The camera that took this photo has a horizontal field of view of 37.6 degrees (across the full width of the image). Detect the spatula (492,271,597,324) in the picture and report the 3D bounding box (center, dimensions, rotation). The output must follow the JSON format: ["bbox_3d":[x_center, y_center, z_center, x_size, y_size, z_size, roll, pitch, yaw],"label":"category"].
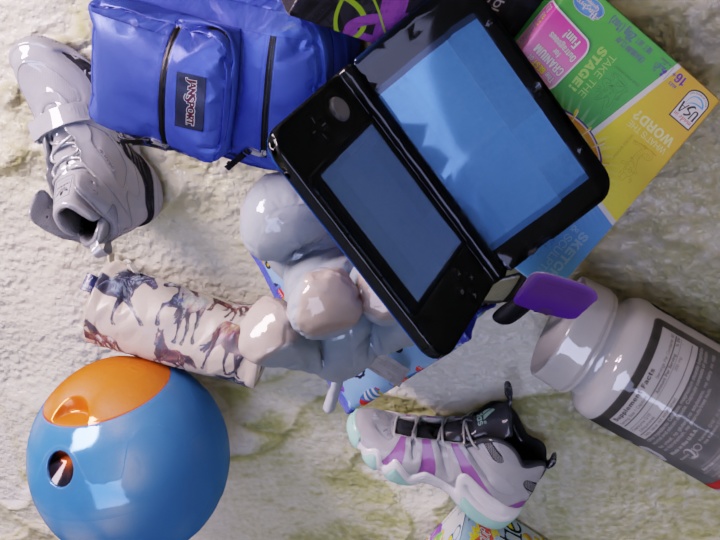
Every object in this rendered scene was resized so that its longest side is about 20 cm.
[{"bbox_3d":[0.140,0.028,0.865,0.056,0.200,0.021,16,81,-4],"label":"spatula"}]

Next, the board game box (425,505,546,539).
[{"bbox_3d":[0.160,0.340,1.087,0.198,0.103,0.105,33,123,-5],"label":"board game box"}]

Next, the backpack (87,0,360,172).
[{"bbox_3d":[-0.107,-0.160,0.840,0.197,0.169,0.164,15,128,9],"label":"backpack"}]

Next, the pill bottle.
[{"bbox_3d":[0.254,0.096,0.915,0.198,0.114,0.115,29,123,-1],"label":"pill bottle"}]

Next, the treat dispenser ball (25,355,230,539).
[{"bbox_3d":[-0.229,0.186,1.050,0.197,0.202,0.204,7,121,12],"label":"treat dispenser ball"}]

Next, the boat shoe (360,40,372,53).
[{"bbox_3d":[0.044,-0.127,0.869,0.071,0.076,0.202,-12,115,22],"label":"boat shoe"}]

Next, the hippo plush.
[{"bbox_3d":[-0.017,-0.004,0.862,0.157,0.163,0.200,-23,154,14],"label":"hippo plush"}]

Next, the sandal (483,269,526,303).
[{"bbox_3d":[0.132,-0.065,0.894,0.078,0.058,0.204,6,112,-7],"label":"sandal"}]

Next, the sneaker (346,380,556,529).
[{"bbox_3d":[0.096,0.153,1.021,0.198,0.078,0.141,26,122,-12],"label":"sneaker"}]

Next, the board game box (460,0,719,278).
[{"bbox_3d":[0.155,-0.102,0.825,0.152,0.040,0.201,34,107,-16],"label":"board game box"}]

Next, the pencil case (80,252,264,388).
[{"bbox_3d":[-0.172,0.050,1.030,0.197,0.078,0.091,15,98,7],"label":"pencil case"}]

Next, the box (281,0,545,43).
[{"bbox_3d":[0.057,-0.224,0.770,0.198,0.036,0.144,8,132,-36],"label":"box"}]

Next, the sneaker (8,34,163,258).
[{"bbox_3d":[-0.259,-0.108,0.942,0.074,0.115,0.201,-22,111,25],"label":"sneaker"}]

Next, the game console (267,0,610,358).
[{"bbox_3d":[0.061,-0.073,0.751,0.118,0.171,0.201,-31,103,40],"label":"game console"}]

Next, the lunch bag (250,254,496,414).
[{"bbox_3d":[0.000,0.000,0.961,0.150,0.094,0.201,-35,93,31],"label":"lunch bag"}]
